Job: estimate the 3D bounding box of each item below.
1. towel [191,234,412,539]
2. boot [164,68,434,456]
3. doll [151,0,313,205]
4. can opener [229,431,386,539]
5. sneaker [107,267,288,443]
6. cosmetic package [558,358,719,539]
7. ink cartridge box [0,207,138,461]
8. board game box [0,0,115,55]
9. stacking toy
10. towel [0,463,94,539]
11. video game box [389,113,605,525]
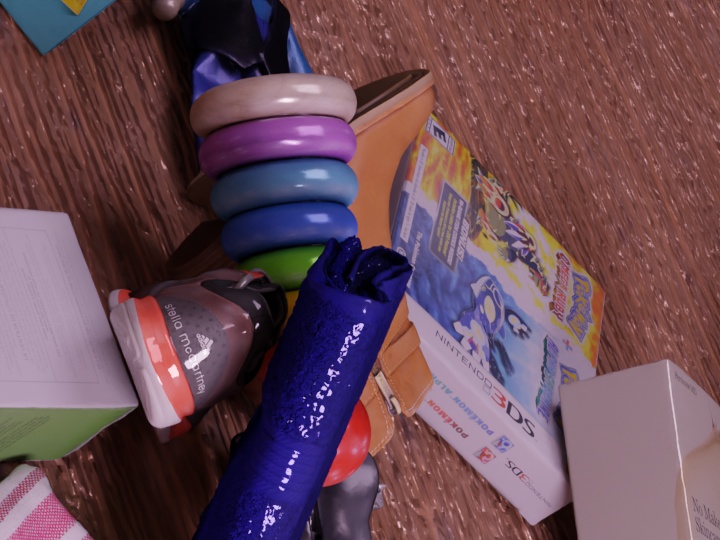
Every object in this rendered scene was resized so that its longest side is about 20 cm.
[{"bbox_3d":[-0.039,0.084,1.178,0.049,0.201,0.148,23,9,4],"label":"towel"},{"bbox_3d":[0.000,0.000,1.399,0.200,0.074,0.155,-44,110,-22],"label":"boot"},{"bbox_3d":[-0.065,-0.116,1.487,0.136,0.048,0.201,31,42,-39],"label":"doll"},{"bbox_3d":[-0.006,0.169,1.308,0.063,0.078,0.201,92,-21,-72],"label":"can opener"},{"bbox_3d":[-0.071,0.035,1.233,0.200,0.082,0.077,-156,-136,-83],"label":"sneaker"},{"bbox_3d":[0.174,0.165,1.497,0.103,0.073,0.201,36,44,-58],"label":"cosmetic package"},{"bbox_3d":[-0.197,0.027,1.147,0.200,0.059,0.104,4,58,-54],"label":"ink cartridge box"},{"bbox_3d":[-0.089,-0.211,1.392,0.047,0.200,0.151,50,30,-10],"label":"board game box"},{"bbox_3d":[-0.034,0.008,1.289,0.085,0.085,0.201,6,75,-53],"label":"stacking toy"},{"bbox_3d":[-0.116,0.191,1.140,0.200,0.030,0.146,52,29,-8],"label":"towel"},{"bbox_3d":[0.069,0.024,1.556,0.182,0.047,0.200,46,32,-23],"label":"video game box"}]
